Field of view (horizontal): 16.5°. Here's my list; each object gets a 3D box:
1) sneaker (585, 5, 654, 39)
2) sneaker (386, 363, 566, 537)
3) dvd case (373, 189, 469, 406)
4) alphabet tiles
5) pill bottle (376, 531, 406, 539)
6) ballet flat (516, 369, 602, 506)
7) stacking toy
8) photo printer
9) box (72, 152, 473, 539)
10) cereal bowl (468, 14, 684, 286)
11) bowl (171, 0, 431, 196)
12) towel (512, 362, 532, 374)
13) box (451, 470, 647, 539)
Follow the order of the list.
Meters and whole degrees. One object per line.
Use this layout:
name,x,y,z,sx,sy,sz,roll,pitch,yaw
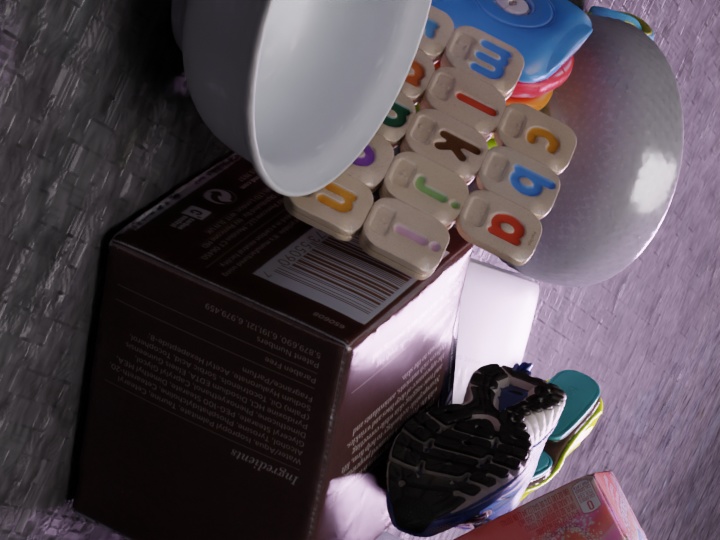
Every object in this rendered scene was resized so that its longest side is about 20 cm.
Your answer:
sneaker,0.175,-0.135,1.982,0.200,0.079,0.131,-60,163,-44
sneaker,0.070,0.128,1.524,0.200,0.078,0.089,-29,136,-62
dvd case,0.000,0.000,1.588,0.022,0.146,0.200,-46,151,-36
alphabet tiles,0.028,-0.084,1.483,0.200,0.195,0.015,-65,-178,-41
pill bottle,-0.003,0.291,1.787,0.200,0.114,0.114,-67,160,1
ballet flat,0.116,0.138,1.812,0.200,0.067,0.067,-33,151,-52
stacking toy,0.074,-0.109,1.749,0.116,0.110,0.200,-44,161,-51
photo printer,0.043,0.083,1.808,0.166,0.069,0.200,18,87,-49
box,-0.053,0.063,1.493,0.166,0.164,0.200,-39,147,-53
cereal bowl,0.138,-0.091,1.805,0.083,0.200,0.200,7,107,-38
bowl,-0.043,-0.149,1.388,0.201,0.090,0.201,-48,150,-40
towel,0.035,0.135,1.682,0.200,0.024,0.145,-41,179,-8
box,0.075,0.202,1.461,0.200,0.095,0.103,-27,171,9
